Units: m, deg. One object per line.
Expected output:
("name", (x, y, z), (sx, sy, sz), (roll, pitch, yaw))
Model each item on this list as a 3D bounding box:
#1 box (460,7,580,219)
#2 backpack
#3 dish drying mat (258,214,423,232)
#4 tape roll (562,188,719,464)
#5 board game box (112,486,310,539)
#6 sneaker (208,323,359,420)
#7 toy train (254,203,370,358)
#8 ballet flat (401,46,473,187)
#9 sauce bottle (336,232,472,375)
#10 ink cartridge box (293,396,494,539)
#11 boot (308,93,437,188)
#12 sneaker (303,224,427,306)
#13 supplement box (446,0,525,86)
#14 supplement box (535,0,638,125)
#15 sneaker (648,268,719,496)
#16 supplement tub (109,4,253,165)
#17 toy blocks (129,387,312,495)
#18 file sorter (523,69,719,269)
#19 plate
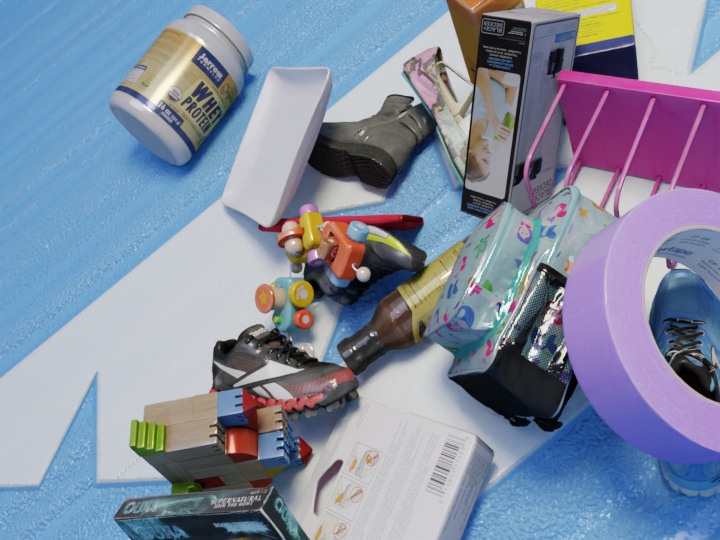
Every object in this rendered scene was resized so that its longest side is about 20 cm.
("box", (0.167, -0.164, 0.771), (0.059, 0.205, 0.116), (21, 30, 33))
("backpack", (0.157, 0.021, 0.681), (0.149, 0.178, 0.202), (36, 78, 1))
("dish drying mat", (-0.025, -0.057, 0.899), (0.195, 0.076, 0.019), (1, 91, 26))
("tape roll", (0.260, 0.043, 0.571), (0.194, 0.066, 0.206), (5, 71, -14))
("board game box", (-0.126, 0.263, 0.684), (0.196, 0.137, 0.028), (-14, 27, 32))
("sneaker", (-0.091, 0.108, 0.800), (0.196, 0.070, 0.101), (-5, 90, 32))
("toy train", (-0.063, 0.012, 0.813), (0.151, 0.054, 0.203), (57, 132, 43))
("ballet flat", (0.116, -0.188, 0.880), (0.071, 0.069, 0.204), (-34, 67, 24))
("sauce bottle", (0.063, 0.040, 0.798), (0.198, 0.065, 0.065), (-37, 51, 3))
("ink cartridge box", (0.017, 0.237, 0.713), (0.171, 0.043, 0.203), (8, 65, 46))
("boot", (0.006, -0.185, 0.977), (0.197, 0.069, 0.131), (24, 61, 35))
("sneaker", (0.000, 0.000, 0.836), (0.198, 0.073, 0.083), (-2, 70, 54))
("supplement box", (0.158, -0.249, 0.842), (0.068, 0.201, 0.067), (-32, 51, -2))
("supplement box", (0.268, -0.291, 0.872), (0.107, 0.109, 0.205), (-5, 58, 22))
("sneaker", (0.294, 0.084, 0.640), (0.076, 0.090, 0.205), (-6, 58, 22))
("supplement tub", (-0.265, -0.279, 1.103), (0.142, 0.145, 0.202), (24, 73, 35))
("toy blocks", (-0.126, 0.179, 0.735), (0.133, 0.202, 0.102), (-11, 54, 5))
("file sorter", (0.277, -0.089, 0.725), (0.196, 0.139, 0.127), (19, 71, 33))
("plate", (-0.107, -0.163, 0.953), (0.199, 0.032, 0.204), (25, 95, 58))
